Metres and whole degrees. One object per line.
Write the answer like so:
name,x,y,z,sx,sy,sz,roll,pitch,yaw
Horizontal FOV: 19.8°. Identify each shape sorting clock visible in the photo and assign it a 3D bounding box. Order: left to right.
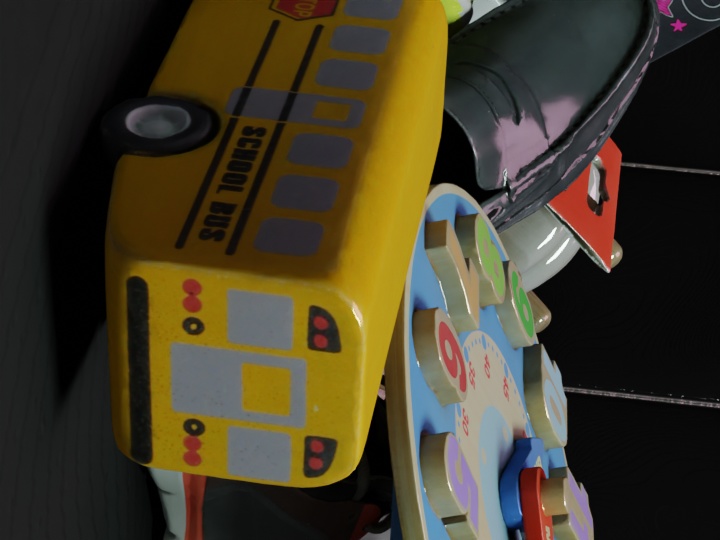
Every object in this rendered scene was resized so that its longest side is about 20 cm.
shape sorting clock,0.045,0.071,0.640,0.200,0.039,0.201,-9,90,-77

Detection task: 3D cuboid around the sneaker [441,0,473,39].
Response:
sneaker,-0.007,-0.147,0.712,0.200,0.075,0.106,68,10,-75

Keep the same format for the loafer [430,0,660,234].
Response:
loafer,0.036,-0.044,0.737,0.200,0.068,0.070,-43,169,-15

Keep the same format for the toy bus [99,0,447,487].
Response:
toy bus,-0.022,-0.030,0.565,0.200,0.078,0.065,-74,168,-55

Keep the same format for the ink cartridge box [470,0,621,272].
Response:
ink cartridge box,0.069,-0.106,0.901,0.200,0.050,0.109,47,29,-20

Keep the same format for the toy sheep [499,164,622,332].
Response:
toy sheep,0.056,-0.045,1.003,0.200,0.137,0.139,55,41,-71

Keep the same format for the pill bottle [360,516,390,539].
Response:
pill bottle,0.011,0.182,0.886,0.111,0.110,0.201,-76,169,-49

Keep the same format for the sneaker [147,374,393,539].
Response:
sneaker,-0.020,0.076,0.658,0.200,0.081,0.077,85,13,-56

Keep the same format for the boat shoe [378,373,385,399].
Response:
boat shoe,0.000,0.000,0.812,0.071,0.069,0.201,32,78,-39

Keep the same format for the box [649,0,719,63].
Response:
box,0.087,-0.197,0.836,0.200,0.114,0.132,52,27,-21
